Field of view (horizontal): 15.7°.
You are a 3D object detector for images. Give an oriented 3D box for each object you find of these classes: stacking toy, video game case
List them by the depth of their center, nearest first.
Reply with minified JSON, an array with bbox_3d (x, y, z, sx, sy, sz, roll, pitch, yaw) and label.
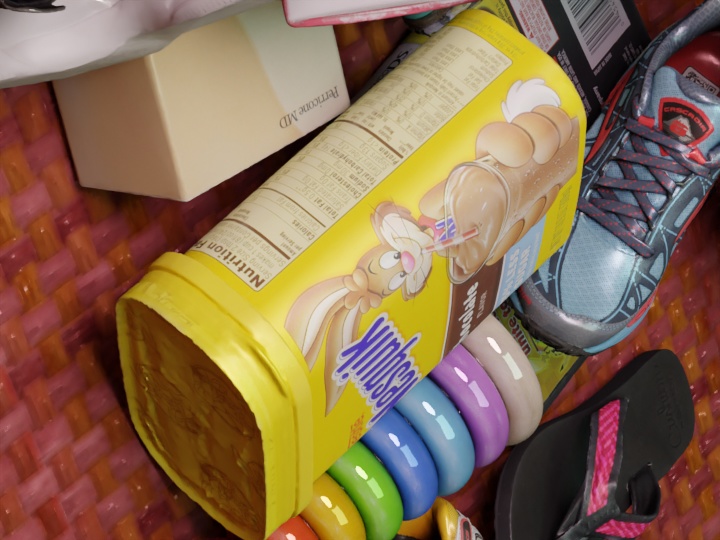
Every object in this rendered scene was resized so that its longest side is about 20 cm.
[{"bbox_3d":[-0.013,0.096,1.153,0.200,0.085,0.086,-40,124,-24],"label":"stacking toy"},{"bbox_3d":[0.084,-0.054,1.249,0.181,0.025,0.201,-50,129,-27],"label":"video game case"}]

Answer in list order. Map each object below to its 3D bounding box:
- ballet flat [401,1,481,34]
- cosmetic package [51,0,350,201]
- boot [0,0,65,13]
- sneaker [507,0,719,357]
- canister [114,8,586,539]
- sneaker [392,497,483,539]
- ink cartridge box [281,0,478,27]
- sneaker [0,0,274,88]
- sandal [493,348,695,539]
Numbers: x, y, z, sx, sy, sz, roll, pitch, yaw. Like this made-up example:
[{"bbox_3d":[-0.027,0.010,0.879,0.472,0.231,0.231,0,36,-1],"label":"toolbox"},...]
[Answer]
[{"bbox_3d":[0.078,-0.191,1.183,0.072,0.072,0.202,28,77,-44],"label":"ballet flat"},{"bbox_3d":[-0.080,-0.140,1.037,0.105,0.071,0.201,-33,119,-37],"label":"cosmetic package"},{"bbox_3d":[-0.140,-0.186,0.922,0.077,0.138,0.202,-6,101,-44],"label":"boot"},{"bbox_3d":[0.129,-0.054,1.199,0.079,0.096,0.201,30,62,2],"label":"sneaker"},{"bbox_3d":[0.000,0.000,1.084,0.200,0.086,0.149,-42,158,-22],"label":"canister"},{"bbox_3d":[-0.008,0.179,1.175,0.200,0.077,0.083,-47,124,-40],"label":"sneaker"},{"bbox_3d":[0.013,-0.178,1.033,0.200,0.084,0.147,-39,120,-76],"label":"ink cartridge box"},{"bbox_3d":[-0.099,-0.121,0.953,0.075,0.199,0.089,-21,93,-60],"label":"sneaker"},{"bbox_3d":[0.125,0.096,1.274,0.200,0.045,0.076,-40,117,-47],"label":"sandal"}]
